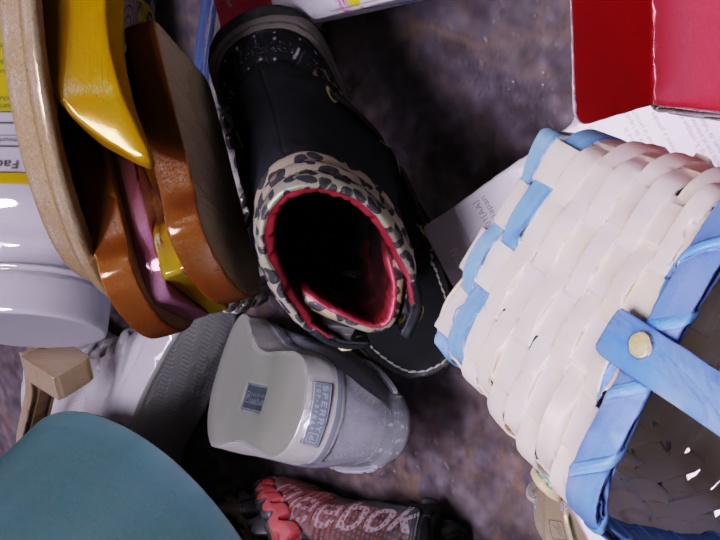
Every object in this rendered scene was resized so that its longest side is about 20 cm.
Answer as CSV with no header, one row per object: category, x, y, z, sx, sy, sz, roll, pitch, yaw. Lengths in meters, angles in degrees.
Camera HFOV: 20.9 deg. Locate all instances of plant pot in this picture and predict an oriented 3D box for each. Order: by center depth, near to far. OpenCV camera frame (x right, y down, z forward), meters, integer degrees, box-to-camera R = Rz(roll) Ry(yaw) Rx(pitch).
plant pot,-0.163,0.202,1.007,0.199,0.161,0.202,26,135,29

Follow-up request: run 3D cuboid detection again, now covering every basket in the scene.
basket,0.140,0.043,0.661,0.199,0.176,0.140,29,96,40

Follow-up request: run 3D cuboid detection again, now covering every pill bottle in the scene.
pill bottle,-0.168,-0.067,1.023,0.112,0.112,0.202,-13,70,48

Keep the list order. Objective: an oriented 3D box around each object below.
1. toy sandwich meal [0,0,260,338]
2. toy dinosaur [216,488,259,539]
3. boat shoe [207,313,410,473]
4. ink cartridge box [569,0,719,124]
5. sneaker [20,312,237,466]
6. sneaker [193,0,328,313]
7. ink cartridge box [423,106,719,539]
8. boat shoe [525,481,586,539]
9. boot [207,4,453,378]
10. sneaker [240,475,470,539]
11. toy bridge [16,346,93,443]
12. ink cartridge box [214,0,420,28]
toy sandwich meal,-0.092,-0.075,0.807,0.069,0.205,0.208,-7,100,6
toy dinosaur,-0.073,0.183,1.108,0.199,0.058,0.102,23,134,50
boat shoe,-0.027,0.069,0.983,0.201,0.071,0.071,-166,93,-73
ink cartridge box,0.150,-0.154,0.647,0.083,0.175,0.202,11,111,44
sneaker,-0.143,0.053,1.114,0.116,0.073,0.201,46,134,23
sneaker,-0.075,-0.081,0.992,0.089,0.078,0.202,29,123,35
ink cartridge box,0.142,0.021,0.780,0.176,0.045,0.201,-35,76,30
boat shoe,0.107,0.097,0.854,0.068,0.074,0.202,-20,89,43
boot,-0.002,0.000,0.848,0.205,0.073,0.154,61,-173,-32
sneaker,0.003,0.151,0.991,0.200,0.097,0.072,35,143,64
toy bridge,-0.166,0.118,1.103,0.067,0.027,0.202,25,134,40
ink cartridge box,0.011,-0.191,0.854,0.199,0.085,0.149,-4,100,47
